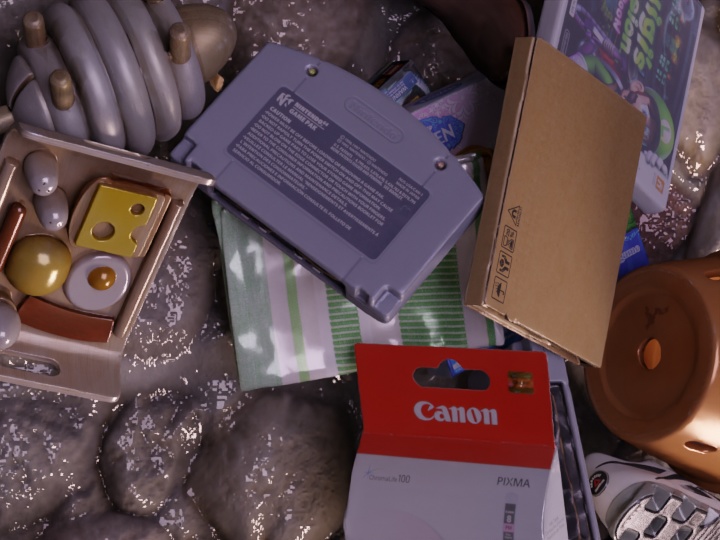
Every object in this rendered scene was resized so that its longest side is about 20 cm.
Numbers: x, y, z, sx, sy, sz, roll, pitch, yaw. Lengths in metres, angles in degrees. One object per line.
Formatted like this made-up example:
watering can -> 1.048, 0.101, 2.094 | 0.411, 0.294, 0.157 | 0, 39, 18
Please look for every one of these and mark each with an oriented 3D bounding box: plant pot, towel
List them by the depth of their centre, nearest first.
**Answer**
towel -> 0.000, 0.000, 1.635 | 0.199, 0.023, 0.153 | -9, 104, -4
plant pot -> 0.267, 0.073, 1.732 | 0.140, 0.200, 0.201 | 10, 88, -39

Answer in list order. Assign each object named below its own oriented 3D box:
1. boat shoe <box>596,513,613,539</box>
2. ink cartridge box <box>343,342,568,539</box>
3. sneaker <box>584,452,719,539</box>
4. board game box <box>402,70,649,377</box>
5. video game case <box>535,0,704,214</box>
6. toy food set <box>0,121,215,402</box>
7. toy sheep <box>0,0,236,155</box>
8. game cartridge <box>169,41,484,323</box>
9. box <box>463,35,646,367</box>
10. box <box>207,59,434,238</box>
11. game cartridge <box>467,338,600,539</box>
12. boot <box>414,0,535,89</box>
boat shoe -> 0.167, 0.229, 1.777 | 0.072, 0.068, 0.200 | 46, 74, -20
ink cartridge box -> 0.063, 0.158, 1.598 | 0.057, 0.162, 0.201 | -36, 122, -54
sneaker -> 0.242, 0.188, 1.739 | 0.074, 0.089, 0.200 | -49, 133, 8
board game box -> 0.108, -0.051, 1.712 | 0.199, 0.041, 0.200 | -27, 105, -24
video game case -> 0.201, -0.175, 1.739 | 0.182, 0.023, 0.201 | 41, 52, -40
toy food set -> -0.200, -0.003, 1.558 | 0.143, 0.061, 0.201 | 13, 122, -24
toy sheep -> -0.180, -0.137, 1.567 | 0.199, 0.138, 0.139 | -19, 100, -11
game cartridge -> -0.018, -0.069, 1.585 | 0.200, 0.041, 0.133 | 37, 76, 14
box -> 0.144, -0.046, 1.620 | 0.163, 0.021, 0.201 | 28, 69, -49
box -> 0.000, -0.045, 1.704 | 0.200, 0.040, 0.137 | -43, 110, -18
game cartridge -> 0.129, 0.160, 1.681 | 0.041, 0.133, 0.201 | -6, 75, -16
boot -> 0.017, -0.213, 1.644 | 0.199, 0.187, 0.064 | 16, 117, -28
